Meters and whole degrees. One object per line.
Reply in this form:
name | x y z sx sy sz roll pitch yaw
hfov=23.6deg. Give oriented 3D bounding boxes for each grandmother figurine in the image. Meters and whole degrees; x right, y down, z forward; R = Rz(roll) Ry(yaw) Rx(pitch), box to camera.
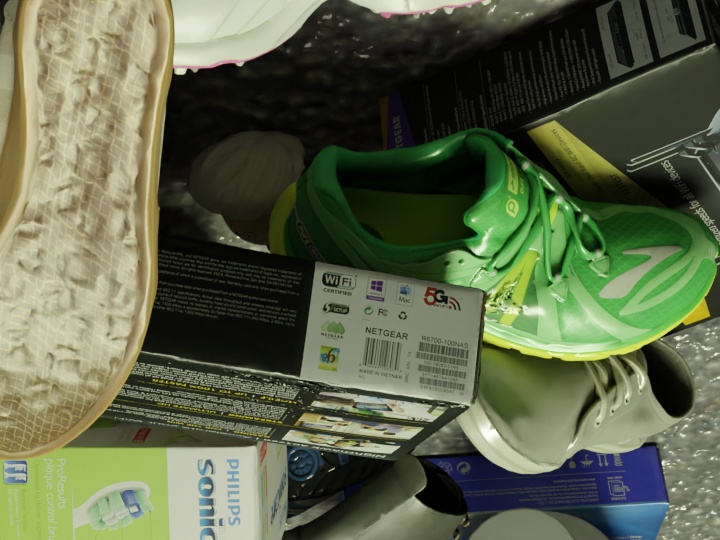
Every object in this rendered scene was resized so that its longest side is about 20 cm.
grandmother figurine | 0.000 0.000 0.825 0.200 0.061 0.121 37 150 -31

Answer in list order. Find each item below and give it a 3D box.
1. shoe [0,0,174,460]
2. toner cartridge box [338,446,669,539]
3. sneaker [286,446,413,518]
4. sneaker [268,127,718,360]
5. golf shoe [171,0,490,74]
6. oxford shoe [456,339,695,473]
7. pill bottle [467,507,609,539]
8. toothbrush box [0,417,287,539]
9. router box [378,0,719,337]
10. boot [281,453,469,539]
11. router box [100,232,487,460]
shoe | -0.101 -0.024 0.586 0.070 0.053 0.200 8 119 -18
toner cartridge box | 0.087 0.157 1.089 0.199 0.043 0.095 -3 143 -4
sneaker | -0.053 0.107 0.990 0.200 0.076 0.077 -19 165 17
sneaker | 0.063 -0.012 0.734 0.199 0.074 0.084 5 148 -12
golf shoe | -0.025 -0.132 0.626 0.200 0.075 0.092 -19 139 -27
oxford shoe | 0.100 0.052 0.806 0.058 0.075 0.200 -31 160 28
pill bottle | 0.118 0.217 1.047 0.111 0.111 0.200 -15 143 12
toothbrush box | -0.142 0.109 0.873 0.199 0.086 0.146 1 -171 4
router box | 0.125 -0.039 0.814 0.157 0.052 0.200 -22 142 21
boot | 0.026 0.168 0.992 0.138 0.078 0.200 -38 156 16
router box | -0.063 0.031 0.711 0.199 0.051 0.149 10 164 -8
